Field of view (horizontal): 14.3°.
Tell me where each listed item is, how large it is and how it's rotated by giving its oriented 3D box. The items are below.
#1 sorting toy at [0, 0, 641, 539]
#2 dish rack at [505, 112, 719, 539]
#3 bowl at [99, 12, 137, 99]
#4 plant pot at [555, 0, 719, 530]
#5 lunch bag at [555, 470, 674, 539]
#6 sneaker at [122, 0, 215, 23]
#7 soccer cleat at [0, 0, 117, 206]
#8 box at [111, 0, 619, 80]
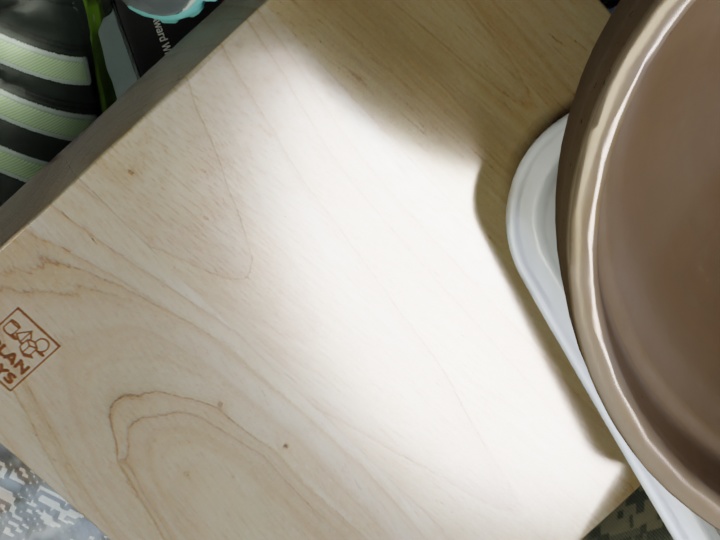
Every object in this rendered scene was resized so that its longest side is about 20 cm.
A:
[{"bbox_3d":[0.000,0.000,0.821,0.199,0.070,0.200,-42,121,3],"label":"sorting toy"},{"bbox_3d":[0.157,-0.007,0.795,0.200,0.044,0.172,-34,108,-9],"label":"dish rack"},{"bbox_3d":[-0.149,-0.090,0.881,0.201,0.090,0.201,-7,118,-14],"label":"bowl"},{"bbox_3d":[0.142,-0.030,0.700,0.201,0.093,0.201,-3,116,-5],"label":"plant pot"},{"bbox_3d":[0.091,0.096,0.945,0.200,0.139,0.168,-20,136,27],"label":"lunch bag"},{"bbox_3d":[-0.049,-0.164,0.728,0.091,0.078,0.200,9,106,-12],"label":"sneaker"},{"bbox_3d":[-0.111,-0.056,0.817,0.081,0.068,0.200,-29,126,-16],"label":"soccer cleat"},{"bbox_3d":[-0.013,-0.146,0.812,0.158,0.050,0.200,-20,121,-5],"label":"box"}]
